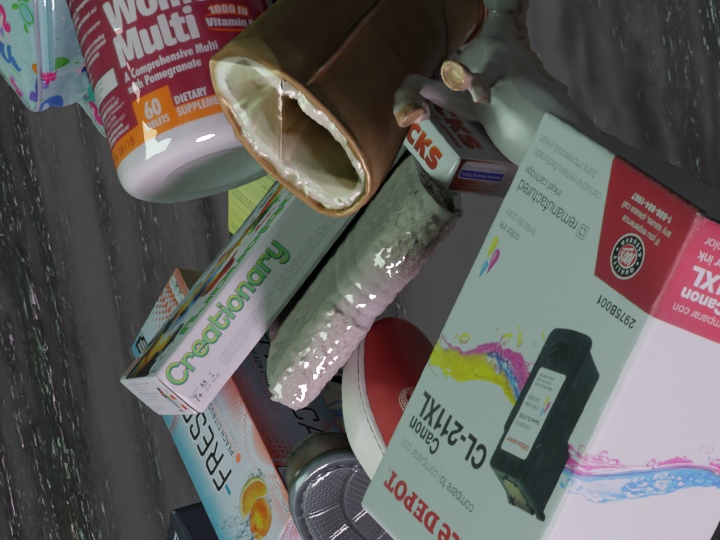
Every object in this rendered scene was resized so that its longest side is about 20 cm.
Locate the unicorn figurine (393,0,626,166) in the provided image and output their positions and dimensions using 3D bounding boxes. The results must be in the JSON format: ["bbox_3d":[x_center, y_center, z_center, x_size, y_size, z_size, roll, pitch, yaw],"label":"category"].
[{"bbox_3d":[0.079,-0.081,1.408,0.074,0.137,0.201,-34,84,27],"label":"unicorn figurine"}]

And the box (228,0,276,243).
[{"bbox_3d":[-0.040,-0.092,1.696,0.075,0.050,0.201,39,136,51],"label":"box"}]

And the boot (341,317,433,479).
[{"bbox_3d":[0.066,0.068,1.441,0.144,0.072,0.201,-52,39,29],"label":"boot"}]

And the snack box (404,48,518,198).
[{"bbox_3d":[0.024,-0.107,1.537,0.200,0.072,0.024,53,125,38],"label":"snack box"}]

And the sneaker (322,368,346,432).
[{"bbox_3d":[-0.017,0.083,1.721,0.200,0.072,0.073,-3,73,56],"label":"sneaker"}]

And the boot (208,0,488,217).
[{"bbox_3d":[-0.024,-0.138,1.436,0.175,0.200,0.066,41,127,-2],"label":"boot"}]

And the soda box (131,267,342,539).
[{"bbox_3d":[-0.059,0.090,1.654,0.069,0.063,0.200,-58,41,30],"label":"soda box"}]

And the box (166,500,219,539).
[{"bbox_3d":[-0.034,0.263,1.776,0.200,0.123,0.197,54,144,37],"label":"box"}]

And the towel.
[{"bbox_3d":[0.000,0.000,1.533,0.034,0.133,0.200,37,-171,-7],"label":"towel"}]

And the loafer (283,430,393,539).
[{"bbox_3d":[0.018,0.128,1.562,0.072,0.200,0.063,-40,47,13],"label":"loafer"}]

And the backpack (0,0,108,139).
[{"bbox_3d":[-0.161,-0.200,1.786,0.178,0.150,0.201,49,138,44],"label":"backpack"}]

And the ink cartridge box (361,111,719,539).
[{"bbox_3d":[0.099,0.054,1.270,0.201,0.083,0.146,-65,31,9],"label":"ink cartridge box"}]

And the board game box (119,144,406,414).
[{"bbox_3d":[-0.048,-0.009,1.587,0.035,0.200,0.126,39,169,-8],"label":"board game box"}]

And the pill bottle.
[{"bbox_3d":[-0.105,-0.148,1.621,0.110,0.109,0.201,-42,62,60],"label":"pill bottle"}]
